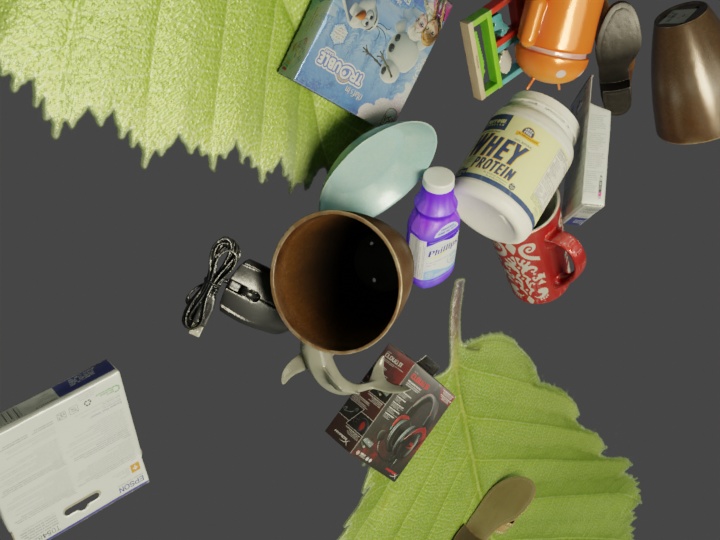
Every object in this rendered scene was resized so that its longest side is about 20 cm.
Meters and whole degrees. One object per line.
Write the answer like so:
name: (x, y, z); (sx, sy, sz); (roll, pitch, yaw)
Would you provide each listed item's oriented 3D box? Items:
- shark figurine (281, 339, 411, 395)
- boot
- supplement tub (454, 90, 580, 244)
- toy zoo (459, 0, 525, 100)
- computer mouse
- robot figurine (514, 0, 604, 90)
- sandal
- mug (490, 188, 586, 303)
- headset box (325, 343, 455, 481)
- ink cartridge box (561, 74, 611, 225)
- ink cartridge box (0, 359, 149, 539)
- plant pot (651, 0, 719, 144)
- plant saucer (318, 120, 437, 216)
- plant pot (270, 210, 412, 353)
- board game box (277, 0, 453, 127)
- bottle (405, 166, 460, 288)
shark figurine: (-0.028, 0.163, 1.549); (0.129, 0.089, 0.214); (-51, 127, -2)
boot: (0.393, -0.371, 1.573); (0.201, 0.068, 0.189); (-83, 159, -45)
supplement tub: (0.238, -0.159, 1.565); (0.201, 0.144, 0.145); (-57, 138, -16)
toy zoo: (0.238, -0.365, 1.549); (0.199, 0.020, 0.132); (-37, 133, -21)
computer mouse: (-0.142, 0.044, 1.414); (0.199, 0.053, 0.140); (19, 99, -46)
robot figurine: (0.294, -0.365, 1.501); (0.144, 0.115, 0.202); (-72, 173, -69)
sandal: (0.268, 0.499, 2.051); (0.212, 0.078, 0.070); (-44, 155, -6)
mug: (0.288, -0.031, 1.687); (0.132, 0.179, 0.201); (-22, 137, 3)
headset box: (0.058, 0.228, 1.685); (0.201, 0.075, 0.149); (-53, 136, -5)
ink cartridge box: (0.360, -0.185, 1.618); (0.196, 0.043, 0.203); (62, 35, -84)
ink cartridge box: (-0.384, 0.241, 1.315); (0.198, 0.040, 0.202); (-27, 129, -29)
plant pot: (0.581, -0.355, 1.774); (0.186, 0.186, 0.201); (-38, 119, -19)
plant saucer: (0.017, -0.145, 1.429); (0.200, 0.039, 0.202); (-30, 155, -15)
plant pot: (0.000, 0.000, 1.418); (0.200, 0.185, 0.189); (-25, 135, -67)
board game box: (0.011, -0.311, 1.357); (0.199, 0.043, 0.201); (20, 100, -47)
bottle: (0.111, -0.066, 1.545); (0.083, 0.065, 0.201); (-29, 143, -28)
